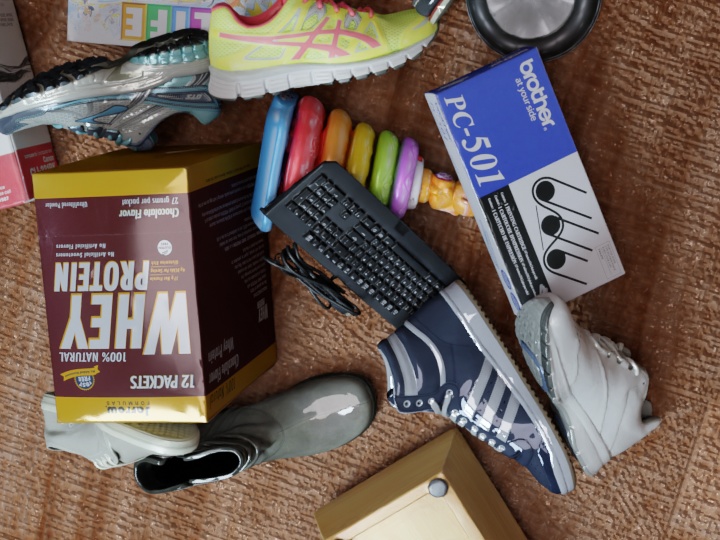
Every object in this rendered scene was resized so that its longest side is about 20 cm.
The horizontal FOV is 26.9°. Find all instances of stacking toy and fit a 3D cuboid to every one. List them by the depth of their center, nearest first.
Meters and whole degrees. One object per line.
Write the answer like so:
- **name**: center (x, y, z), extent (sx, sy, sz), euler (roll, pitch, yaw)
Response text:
- **stacking toy**: center (0.013, -0.078, 1.264), extent (0.198, 0.116, 0.111), euler (11, 105, 0)

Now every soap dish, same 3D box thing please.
- **soap dish**: center (0.069, 0.263, 1.310), extent (0.157, 0.081, 0.201), euler (-32, 92, 16)

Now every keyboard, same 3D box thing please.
- **keyboard**: center (0.000, 0.000, 1.246), extent (0.104, 0.040, 0.200), euler (-37, 128, 17)

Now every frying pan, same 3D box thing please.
- **frying pan**: center (0.128, -0.194, 1.247), extent (0.114, 0.031, 0.192), euler (23, 101, 10)

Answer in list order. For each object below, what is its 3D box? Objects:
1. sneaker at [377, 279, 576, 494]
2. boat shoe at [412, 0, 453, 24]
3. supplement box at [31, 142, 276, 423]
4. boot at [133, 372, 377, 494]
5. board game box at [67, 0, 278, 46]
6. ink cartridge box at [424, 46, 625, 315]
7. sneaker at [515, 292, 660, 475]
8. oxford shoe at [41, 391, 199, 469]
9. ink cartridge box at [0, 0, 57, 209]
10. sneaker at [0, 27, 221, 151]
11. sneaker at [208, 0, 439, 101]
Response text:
- **sneaker**: center (0.092, 0.120, 1.269), extent (0.108, 0.070, 0.201), euler (-32, 89, -5)
- **boat shoe**: center (0.084, -0.298, 1.210), extent (0.062, 0.071, 0.202), euler (25, 96, -5)
- **supplement box**: center (-0.165, 0.005, 1.261), extent (0.131, 0.197, 0.202), euler (-1, 100, 14)
- **boot**: center (-0.088, 0.150, 1.302), extent (0.198, 0.131, 0.068), euler (-16, 96, 15)
- **board game box**: center (-0.153, -0.258, 1.297), extent (0.198, 0.034, 0.136), euler (6, 101, 12)
- **ink cartridge box**: center (0.134, -0.071, 1.228), extent (0.093, 0.044, 0.202), euler (-25, 101, -6)
- **sneaker**: center (0.186, 0.081, 1.230), extent (0.086, 0.075, 0.201), euler (-28, 134, 2)
- **oxford shoe**: center (-0.202, 0.140, 1.267), extent (0.199, 0.075, 0.058), euler (5, 93, 46)
- **ink cartridge box**: center (-0.367, -0.148, 1.342), extent (0.143, 0.084, 0.202), euler (-12, 98, 15)
- **sneaker**: center (-0.211, -0.135, 1.269), extent (0.198, 0.078, 0.087), euler (-14, 110, 4)
- **sneaker**: center (-0.033, -0.199, 1.234), extent (0.198, 0.078, 0.091), euler (-12, 104, -6)
